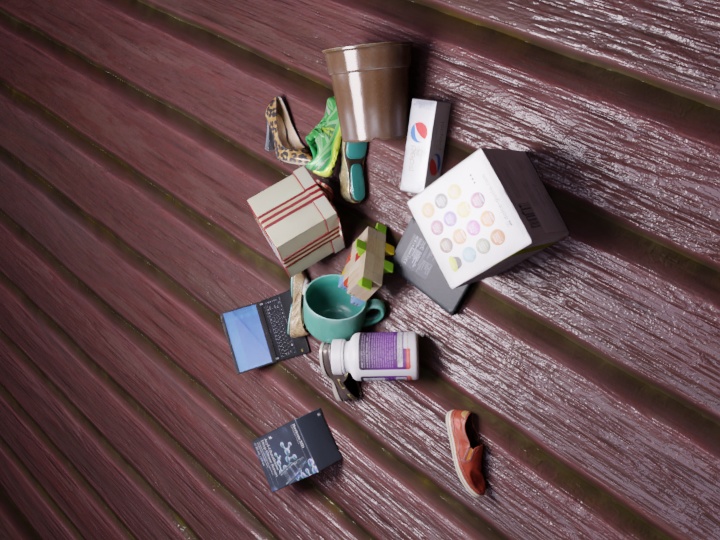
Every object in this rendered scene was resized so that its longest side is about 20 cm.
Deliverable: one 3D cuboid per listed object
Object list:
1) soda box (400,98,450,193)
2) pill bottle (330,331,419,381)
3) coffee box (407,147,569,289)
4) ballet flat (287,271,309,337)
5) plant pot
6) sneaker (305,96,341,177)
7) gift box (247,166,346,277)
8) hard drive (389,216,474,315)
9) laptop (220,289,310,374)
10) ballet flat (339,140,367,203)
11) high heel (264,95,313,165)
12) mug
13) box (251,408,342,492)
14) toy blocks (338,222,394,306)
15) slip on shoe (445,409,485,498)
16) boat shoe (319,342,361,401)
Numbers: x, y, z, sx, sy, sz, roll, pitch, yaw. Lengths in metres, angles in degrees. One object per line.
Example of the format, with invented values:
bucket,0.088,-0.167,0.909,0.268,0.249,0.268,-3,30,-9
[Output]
soda box,0.143,-0.270,1.451,0.063,0.068,0.202,17,107,33
pill bottle,0.035,0.199,1.531,0.198,0.111,0.112,-2,97,6
coffee box,0.254,-0.104,1.314,0.197,0.199,0.201,-33,77,36
ballet flat,-0.152,0.078,1.737,0.065,0.071,0.202,5,102,6
plant pot,0.024,-0.389,1.452,0.199,0.200,0.200,5,108,35
sneaker,-0.085,-0.325,1.570,0.074,0.083,0.202,138,142,-74
gift box,-0.133,-0.106,1.586,0.186,0.185,0.201,-32,69,-9
hard drive,0.168,-0.012,1.496,0.200,0.033,0.140,39,118,25
laptop,-0.261,0.168,1.797,0.199,0.103,0.179,-20,86,37
ballet flat,-0.023,-0.263,1.581,0.070,0.070,0.202,7,101,35
high heel,-0.177,-0.352,1.668,0.199,0.071,0.144,31,121,39
mug,-0.050,0.109,1.603,0.184,0.152,0.115,29,138,21
box,-0.174,0.485,1.783,0.200,0.107,0.149,-34,77,34
toy blocks,0.000,0.000,1.544,0.137,0.099,0.201,-46,28,44
slip on shoe,0.247,0.411,1.486,0.061,0.074,0.202,-19,82,34
boat shoe,-0.049,0.252,1.636,0.059,0.072,0.201,-2,130,22
